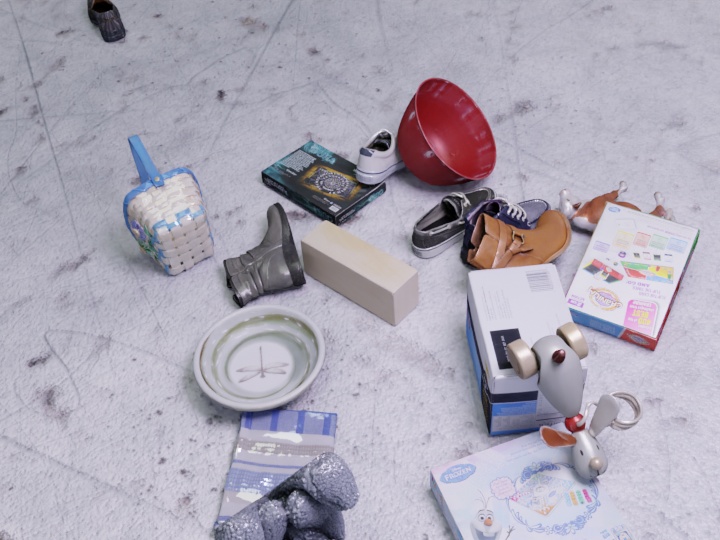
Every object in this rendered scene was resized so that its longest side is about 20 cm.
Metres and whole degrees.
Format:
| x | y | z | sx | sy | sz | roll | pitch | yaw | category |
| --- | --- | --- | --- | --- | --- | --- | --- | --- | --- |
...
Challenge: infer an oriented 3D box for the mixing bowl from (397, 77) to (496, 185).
| x | y | z | sx | sy | sz | roll | pitch | yaw | category |
| --- | --- | --- | --- | --- | --- | --- | --- | --- | --- |
| 0.137 | -0.230 | 1.621 | 0.198 | 0.108 | 0.203 | 22 | 53 | -33 | mixing bowl |

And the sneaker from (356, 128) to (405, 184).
| x | y | z | sx | sy | sz | roll | pitch | yaw | category |
| --- | --- | --- | --- | --- | --- | --- | --- | --- | --- |
| 0.053 | -0.225 | 1.660 | 0.072 | 0.072 | 0.200 | 18 | 33 | 15 | sneaker |

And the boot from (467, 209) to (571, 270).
| x | y | z | sx | sy | sz | roll | pitch | yaw | category |
| --- | --- | --- | --- | --- | --- | --- | --- | --- | --- |
| 0.249 | -0.048 | 1.439 | 0.154 | 0.077 | 0.202 | 28 | 58 | -13 | boot |

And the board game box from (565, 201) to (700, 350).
| x | y | z | sx | sy | sz | roll | pitch | yaw | category |
| --- | --- | --- | --- | --- | --- | --- | --- | --- | --- |
| 0.415 | 0.004 | 1.391 | 0.151 | 0.040 | 0.202 | 20 | 68 | 24 | board game box |

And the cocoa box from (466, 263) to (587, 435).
| x | y | z | sx | sy | sz | roll | pitch | yaw | category |
| --- | --- | --- | --- | --- | --- | --- | --- | --- | --- |
| 0.228 | 0.110 | 1.278 | 0.131 | 0.132 | 0.202 | -6 | 44 | -1 | cocoa box |

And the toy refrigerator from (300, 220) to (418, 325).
| x | y | z | sx | sy | sz | roll | pitch | yaw | category |
| --- | --- | --- | --- | --- | --- | --- | --- | --- | --- |
| 0.000 | 0.000 | 1.455 | 0.199 | 0.077 | 0.070 | 30 | 54 | 31 | toy refrigerator |

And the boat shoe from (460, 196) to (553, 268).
| x | y | z | sx | sy | sz | roll | pitch | yaw | category |
| --- | --- | --- | --- | --- | --- | --- | --- | --- | --- |
| 0.250 | -0.087 | 1.506 | 0.199 | 0.094 | 0.074 | -34 | 51 | -26 | boat shoe |

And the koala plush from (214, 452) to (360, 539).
| x | y | z | sx | sy | sz | roll | pitch | yaw | category |
| --- | --- | --- | --- | --- | --- | --- | --- | --- | --- |
| -0.056 | 0.347 | 1.062 | 0.176 | 0.184 | 0.201 | -31 | 81 | -19 | koala plush |

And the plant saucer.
| x | y | z | sx | sy | sz | roll | pitch | yaw | category |
| --- | --- | --- | --- | --- | --- | --- | --- | --- | --- |
| -0.148 | 0.138 | 1.346 | 0.197 | 0.051 | 0.202 | -2 | 45 | 2 | plant saucer |

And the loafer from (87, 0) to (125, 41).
| x | y | z | sx | sy | sz | roll | pitch | yaw | category |
| --- | --- | --- | --- | --- | --- | --- | --- | --- | --- |
| -0.609 | -0.620 | 2.149 | 0.072 | 0.073 | 0.200 | -25 | 47 | -18 | loafer |

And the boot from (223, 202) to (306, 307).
| x | y | z | sx | sy | sz | roll | pitch | yaw | category |
| --- | --- | --- | --- | --- | --- | --- | --- | --- | --- |
| -0.173 | -0.032 | 1.516 | 0.129 | 0.068 | 0.201 | -17 | 44 | -3 | boot |

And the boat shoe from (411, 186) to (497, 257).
| x | y | z | sx | sy | sz | roll | pitch | yaw | category |
| --- | --- | --- | --- | --- | --- | --- | --- | --- | --- |
| 0.166 | -0.096 | 1.544 | 0.070 | 0.064 | 0.199 | 33 | 56 | 33 | boat shoe |

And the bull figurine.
| x | y | z | sx | sy | sz | roll | pitch | yaw | category |
| --- | --- | --- | --- | --- | --- | --- | --- | --- | --- |
| 0.431 | -0.094 | 1.514 | 0.199 | 0.066 | 0.121 | 30 | 55 | 30 | bull figurine |

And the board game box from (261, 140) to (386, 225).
| x | y | z | sx | sy | sz | roll | pitch | yaw | category |
| --- | --- | --- | --- | --- | --- | --- | --- | --- | --- |
| -0.068 | -0.164 | 1.660 | 0.199 | 0.028 | 0.135 | 32 | 53 | 32 | board game box |

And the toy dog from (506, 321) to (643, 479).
| x | y | z | sx | sy | sz | roll | pitch | yaw | category |
| --- | --- | --- | --- | --- | --- | --- | --- | --- | --- |
| 0.264 | 0.158 | 1.116 | 0.132 | 0.096 | 0.200 | -43 | 90 | -2 | toy dog |

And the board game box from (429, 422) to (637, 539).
| x | y | z | sx | sy | sz | roll | pitch | yaw | category |
| --- | --- | --- | --- | --- | --- | --- | --- | --- | --- |
| 0.215 | 0.309 | 1.141 | 0.197 | 0.044 | 0.200 | -16 | 46 | -11 | board game box |

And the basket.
| x | y | z | sx | sy | sz | roll | pitch | yaw | category |
| --- | --- | --- | --- | --- | --- | --- | --- | --- | --- |
| -0.335 | -0.111 | 1.530 | 0.138 | 0.177 | 0.201 | -24 | 58 | -13 | basket |

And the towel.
| x | y | z | sx | sy | sz | roll | pitch | yaw | category |
| --- | --- | --- | --- | --- | --- | --- | --- | --- | --- |
| -0.111 | 0.271 | 1.227 | 0.144 | 0.024 | 0.202 | 2 | 45 | 7 | towel |
